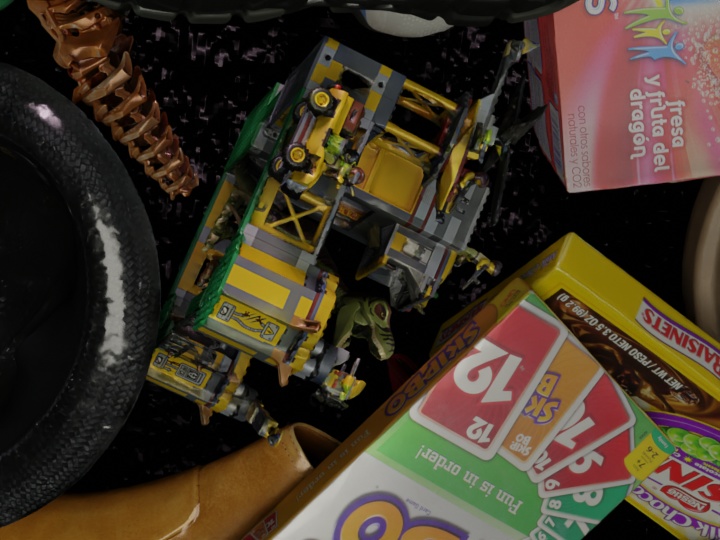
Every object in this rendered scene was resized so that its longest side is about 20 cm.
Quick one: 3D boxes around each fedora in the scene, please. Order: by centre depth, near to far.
[{"bbox_3d":[-0.154,0.007,0.780,0.200,0.092,0.202,4,100,22],"label":"fedora"}]

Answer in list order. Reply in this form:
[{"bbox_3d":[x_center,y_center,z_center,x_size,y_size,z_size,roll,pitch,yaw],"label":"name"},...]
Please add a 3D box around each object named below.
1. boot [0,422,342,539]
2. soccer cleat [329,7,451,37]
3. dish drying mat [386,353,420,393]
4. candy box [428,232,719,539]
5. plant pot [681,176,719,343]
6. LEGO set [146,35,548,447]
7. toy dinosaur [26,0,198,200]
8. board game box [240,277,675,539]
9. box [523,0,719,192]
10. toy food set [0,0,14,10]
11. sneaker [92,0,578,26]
[{"bbox_3d":[-0.080,0.101,0.819,0.201,0.071,0.144,37,119,-24],"label":"boot"},{"bbox_3d":[0.014,-0.191,0.740,0.086,0.070,0.201,-9,103,29],"label":"soccer cleat"},{"bbox_3d":[0.047,0.138,0.848,0.018,0.077,0.201,-15,107,-10],"label":"dish drying mat"},{"bbox_3d":[0.135,0.068,0.829,0.200,0.026,0.102,36,145,-11],"label":"candy box"},{"bbox_3d":[0.242,0.008,0.812,0.200,0.093,0.202,-1,107,-2],"label":"plant pot"},{"bbox_3d":[0.000,0.000,0.750,0.115,0.200,0.154,25,67,-10],"label":"LEGO set"},{"bbox_3d":[-0.091,-0.131,0.751,0.135,0.102,0.201,-16,101,4],"label":"toy dinosaur"},{"bbox_3d":[0.023,0.106,0.782,0.200,0.030,0.096,-43,108,4],"label":"board game box"},{"bbox_3d":[0.111,-0.141,0.758,0.094,0.103,0.201,-7,105,-1],"label":"box"},{"bbox_3d":[-0.157,-0.190,0.715,0.197,0.049,0.201,-2,81,24],"label":"toy food set"},{"bbox_3d":[-0.019,-0.129,0.676,0.199,0.075,0.080,-1,85,-12],"label":"sneaker"}]
